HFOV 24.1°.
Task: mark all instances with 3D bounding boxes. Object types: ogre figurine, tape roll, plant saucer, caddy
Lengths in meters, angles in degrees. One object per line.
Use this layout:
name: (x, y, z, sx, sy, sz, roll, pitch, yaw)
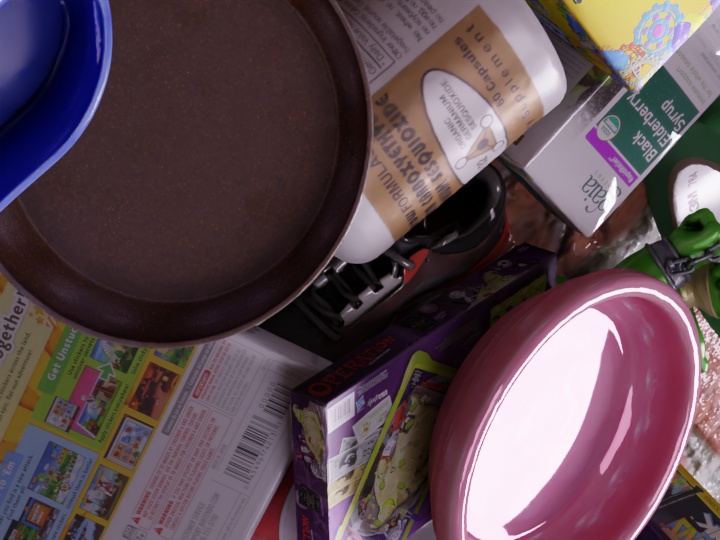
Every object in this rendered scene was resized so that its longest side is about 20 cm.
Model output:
ogre figurine: (0.161, 0.040, 1.046, 0.119, 0.099, 0.200, -23, 174, -9)
tape roll: (0.245, -0.012, 0.992, 0.048, 0.201, 0.201, -30, 132, -12)
plant saucer: (0.107, 0.089, 0.928, 0.199, 0.051, 0.202, -22, 125, -36)
caddy: (-0.196, -0.081, 0.693, 0.200, 0.105, 0.142, -43, 113, 0)
plant saucer: (-0.091, -0.066, 0.779, 0.198, 0.034, 0.203, 1, 96, 7)

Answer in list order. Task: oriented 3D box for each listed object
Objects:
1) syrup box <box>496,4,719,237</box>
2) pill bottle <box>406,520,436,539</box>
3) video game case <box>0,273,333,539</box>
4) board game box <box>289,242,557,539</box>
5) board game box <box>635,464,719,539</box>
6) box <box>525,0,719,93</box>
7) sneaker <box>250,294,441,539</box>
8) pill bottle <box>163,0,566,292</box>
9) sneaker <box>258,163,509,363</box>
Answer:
syrup box: (0.154, -0.126, 0.936, 0.200, 0.081, 0.079, -48, 133, 3)
pill bottle: (0.036, 0.176, 1.048, 0.109, 0.109, 0.201, -28, 132, -14)
video game case: (-0.136, 0.097, 0.880, 0.181, 0.023, 0.201, 25, 108, -9)
board game box: (0.039, 0.076, 0.913, 0.199, 0.032, 0.121, -30, 125, -42)
board game box: (0.222, 0.231, 1.146, 0.056, 0.200, 0.167, -20, 129, -18)
box: (0.127, -0.233, 0.815, 0.200, 0.122, 0.193, -46, 134, 2)
sneaker: (-0.023, 0.075, 0.972, 0.200, 0.112, 0.072, -53, 140, -36)
pill bottle: (-0.004, -0.070, 0.848, 0.200, 0.114, 0.115, -40, 134, -3)
sneaker: (0.000, 0.000, 0.911, 0.200, 0.077, 0.082, -39, 164, -19)
